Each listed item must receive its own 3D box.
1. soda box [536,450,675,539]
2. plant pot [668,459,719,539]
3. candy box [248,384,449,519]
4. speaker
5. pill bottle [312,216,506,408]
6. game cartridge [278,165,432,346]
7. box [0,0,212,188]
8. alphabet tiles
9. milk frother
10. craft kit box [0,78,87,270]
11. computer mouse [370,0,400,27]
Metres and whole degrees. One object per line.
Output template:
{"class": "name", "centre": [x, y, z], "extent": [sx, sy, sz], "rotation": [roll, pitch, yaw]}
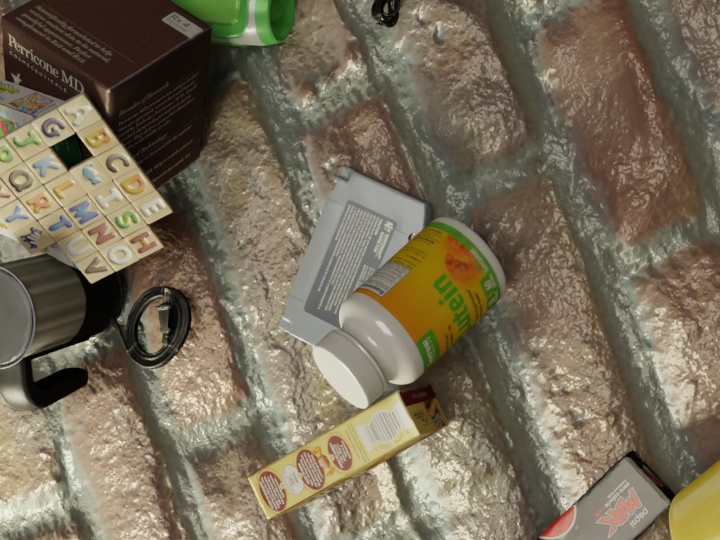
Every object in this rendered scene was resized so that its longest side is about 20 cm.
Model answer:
{"class": "soda box", "centre": [0.232, 0.281, 1.281], "extent": [0.071, 0.063, 0.200], "rotation": [45, 103, 15]}
{"class": "plant pot", "centre": [0.404, 0.233, 1.161], "extent": [0.188, 0.200, 0.202], "rotation": [-36, 77, 32]}
{"class": "candy box", "centre": [-0.011, 0.196, 1.345], "extent": [0.199, 0.115, 0.056], "rotation": [-31, 78, 17]}
{"class": "speaker", "centre": [-0.179, -0.311, 1.436], "extent": [0.198, 0.088, 0.090], "rotation": [10, 92, 20]}
{"class": "pill bottle", "centre": [0.048, 0.047, 1.284], "extent": [0.111, 0.111, 0.200], "rotation": [42, 69, 16]}
{"class": "game cartridge", "centre": [0.000, 0.000, 1.389], "extent": [0.132, 0.041, 0.202], "rotation": [25, 97, 15]}
{"class": "box", "centre": [-0.284, -0.199, 1.387], "extent": [0.165, 0.164, 0.201], "rotation": [33, 140, 19]}
{"class": "alphabet tiles", "centre": [-0.306, -0.076, 1.322], "extent": [0.166, 0.008, 0.201], "rotation": [-25, 124, 13]}
{"class": "milk frother", "centre": [-0.326, 0.052, 1.422], "extent": [0.198, 0.188, 0.182], "rotation": [-21, 91, 22]}
{"class": "craft kit box", "centre": [-0.386, -0.117, 1.386], "extent": [0.196, 0.049, 0.202], "rotation": [19, 133, 28]}
{"class": "computer mouse", "centre": [-0.038, -0.350, 1.406], "extent": [0.198, 0.044, 0.111], "rotation": [17, 95, 20]}
